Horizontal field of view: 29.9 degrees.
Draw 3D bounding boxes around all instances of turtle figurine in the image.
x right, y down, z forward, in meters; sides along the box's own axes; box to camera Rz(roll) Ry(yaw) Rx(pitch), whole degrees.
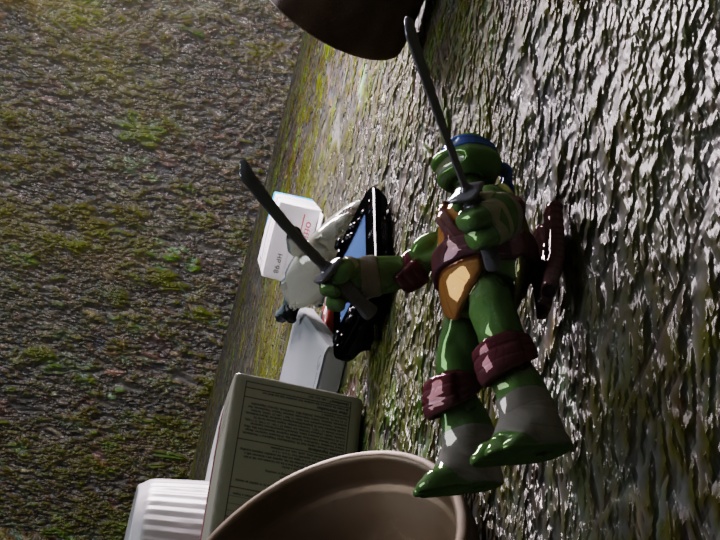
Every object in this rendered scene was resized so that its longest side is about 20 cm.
[{"bbox_3d":[0.028,0.011,0.701,0.200,0.143,0.196,26,-131,-57],"label":"turtle figurine"}]

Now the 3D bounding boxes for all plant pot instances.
[{"bbox_3d":[-0.011,0.208,0.799,0.093,0.199,0.201,60,-167,-27],"label":"plant pot"},{"bbox_3d":[0.015,-0.355,1.391,0.201,0.186,0.188,-54,20,31],"label":"plant pot"}]

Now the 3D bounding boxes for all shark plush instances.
[{"bbox_3d":[-0.045,0.005,1.552,0.084,0.090,0.201,-59,-8,-45],"label":"shark plush"}]

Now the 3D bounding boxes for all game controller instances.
[{"bbox_3d":[0.000,0.000,1.336,0.201,0.042,0.105,-92,16,-56],"label":"game controller"}]

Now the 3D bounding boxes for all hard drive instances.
[{"bbox_3d":[-0.061,0.127,1.536,0.200,0.026,0.133,-138,61,-74],"label":"hard drive"}]

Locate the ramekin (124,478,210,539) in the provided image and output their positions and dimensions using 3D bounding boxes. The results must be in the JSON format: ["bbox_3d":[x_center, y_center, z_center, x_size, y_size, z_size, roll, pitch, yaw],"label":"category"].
[{"bbox_3d":[-0.192,0.299,1.339,0.202,0.093,0.204,-168,90,-82],"label":"ramekin"}]

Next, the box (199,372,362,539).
[{"bbox_3d":[-0.077,0.215,1.239,0.109,0.127,0.201,113,167,-52],"label":"box"}]

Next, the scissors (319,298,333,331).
[{"bbox_3d":[-0.042,0.095,1.563,0.201,0.014,0.074,-87,12,-50],"label":"scissors"}]

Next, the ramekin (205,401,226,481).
[{"bbox_3d":[-0.138,0.253,1.690,0.200,0.097,0.202,-168,90,-81],"label":"ramekin"}]

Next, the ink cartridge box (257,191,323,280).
[{"bbox_3d":[-0.106,-0.048,2.018,0.200,0.066,0.117,-129,53,-79],"label":"ink cartridge box"}]
